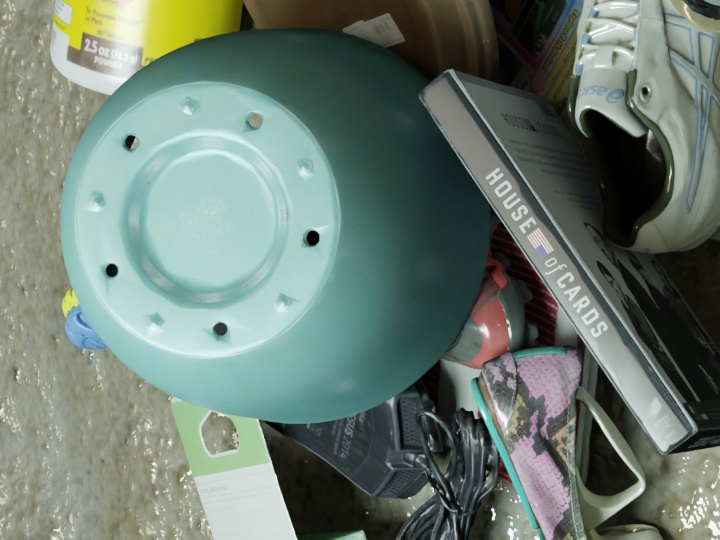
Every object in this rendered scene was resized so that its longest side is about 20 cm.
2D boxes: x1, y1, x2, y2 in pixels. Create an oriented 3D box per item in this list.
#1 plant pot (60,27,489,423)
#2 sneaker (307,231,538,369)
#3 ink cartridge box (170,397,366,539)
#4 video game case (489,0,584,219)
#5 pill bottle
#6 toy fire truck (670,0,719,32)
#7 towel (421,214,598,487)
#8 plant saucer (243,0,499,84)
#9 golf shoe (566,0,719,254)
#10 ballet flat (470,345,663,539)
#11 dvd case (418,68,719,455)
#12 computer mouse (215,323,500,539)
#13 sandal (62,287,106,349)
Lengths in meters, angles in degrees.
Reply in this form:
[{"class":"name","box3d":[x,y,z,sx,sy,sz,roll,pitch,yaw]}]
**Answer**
[{"class":"plant pot","box3d":[-0.051,-0.022,1.133,0.201,0.161,0.201,0,91,13]},{"class":"sneaker","box3d":[0.000,0.000,1.243,0.200,0.098,0.071,34,127,34]},{"class":"ink cartridge box","box3d":[-0.043,0.159,1.371,0.146,0.048,0.200,-21,84,67]},{"class":"video game case","box3d":[0.073,-0.142,1.249,0.182,0.024,0.200,50,129,28]},{"class":"pill bottle","box3d":[-0.115,-0.205,1.375,0.109,0.109,0.200,27,116,41]},{"class":"toy fire truck","box3d":[0.234,-0.185,1.021,0.129,0.200,0.176,-89,3,-78]},{"class":"towel","box3d":[0.052,0.028,1.287,0.200,0.023,0.144,27,125,40]},{"class":"plant saucer","box3d":[-0.008,-0.149,1.231,0.200,0.029,0.200,38,150,27]},{"class":"golf shoe","box3d":[0.133,-0.104,1.118,0.078,0.097,0.200,-7,100,38]},{"class":"ballet flat","box3d":[0.113,0.126,1.212,0.069,0.071,0.200,-93,-13,-65]},{"class":"dvd case","box3d":[0.112,-0.004,1.127,0.025,0.150,0.200,-38,76,16]},{"class":"computer mouse","box3d":[0.000,0.073,1.313,0.200,0.053,0.139,39,138,21]},{"class":"sandal","box3d":[-0.108,0.033,1.437,0.200,0.079,0.087,-11,92,49]}]
